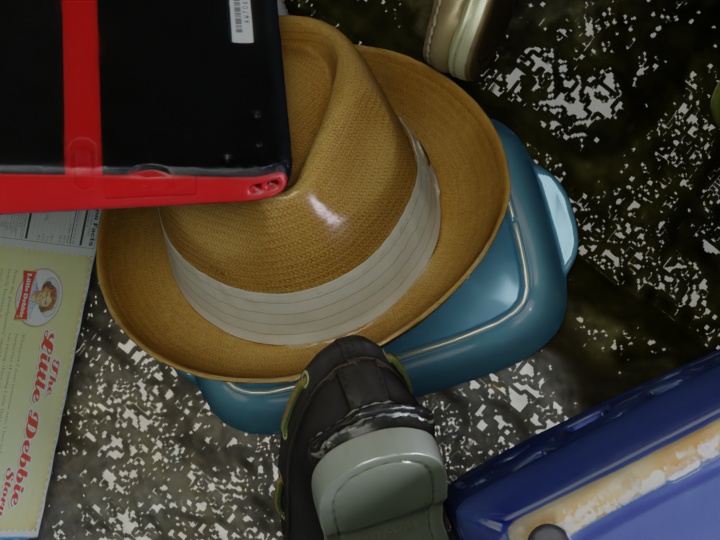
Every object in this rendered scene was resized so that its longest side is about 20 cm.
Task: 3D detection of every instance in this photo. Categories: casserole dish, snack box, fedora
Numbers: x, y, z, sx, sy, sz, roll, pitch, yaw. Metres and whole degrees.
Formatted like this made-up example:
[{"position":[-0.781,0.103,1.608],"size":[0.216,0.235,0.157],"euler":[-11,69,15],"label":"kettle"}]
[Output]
[{"position":[0.000,0.000,1.118],"size":[0.199,0.039,0.122],"euler":[-16,83,5],"label":"casserole dish"},{"position":[-0.172,0.017,1.083],"size":[0.037,0.116,0.201],"euler":[14,93,36],"label":"snack box"},{"position":[-0.034,-0.046,1.052],"size":[0.199,0.082,0.201],"euler":[-10,46,11],"label":"fedora"}]

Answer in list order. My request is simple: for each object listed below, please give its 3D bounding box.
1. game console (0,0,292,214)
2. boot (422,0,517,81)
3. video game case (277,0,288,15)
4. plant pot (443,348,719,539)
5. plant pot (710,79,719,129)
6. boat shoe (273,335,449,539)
[{"position":[-0.122,-0.104,1.029],"size":[0.176,0.031,0.201],"euler":[0,52,-8],"label":"game console"},{"position":[0.005,-0.191,1.116],"size":[0.154,0.072,0.201],"euler":[9,81,5],"label":"boot"},{"position":[-0.148,-0.168,1.112],"size":[0.181,0.022,0.201],"euler":[-19,110,4],"label":"video game case"},{"position":[0.155,0.135,1.021],"size":[0.199,0.180,0.201],"euler":[-27,83,3],"label":"plant pot"},{"position":[0.267,-0.016,0.995],"size":[0.199,0.200,0.194],"euler":[-20,73,3],"label":"plant pot"},{"position":[0.000,0.095,1.042],"size":[0.071,0.202,0.061],"euler":[-13,63,-12],"label":"boat shoe"}]
